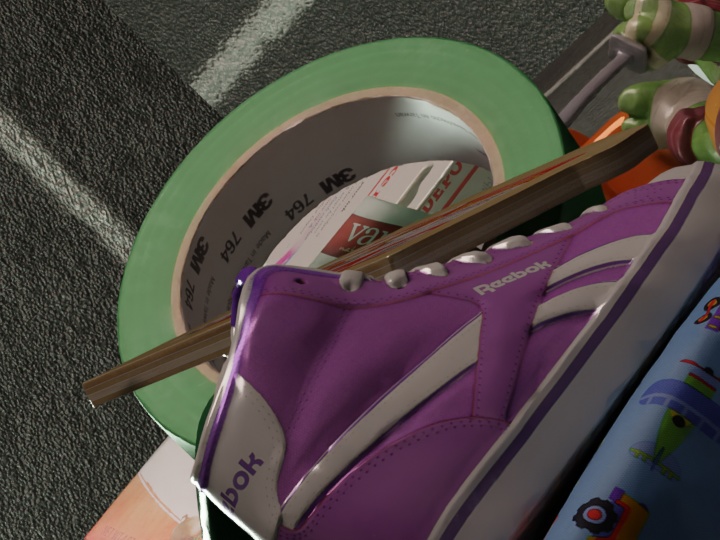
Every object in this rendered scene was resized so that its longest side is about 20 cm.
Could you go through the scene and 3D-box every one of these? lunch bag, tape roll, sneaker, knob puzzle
[{"bbox_3d":[0.078,0.108,0.788,0.151,0.094,0.200,-52,-3,-38],"label":"lunch bag"},{"bbox_3d":[0.000,0.000,1.107,0.200,0.048,0.200,-17,48,20],"label":"tape roll"},{"bbox_3d":[0.029,0.011,0.783,0.200,0.114,0.073,-44,-21,-42],"label":"sneaker"},{"bbox_3d":[0.026,-0.002,0.975,0.220,0.030,0.220,-25,2,1],"label":"knob puzzle"}]

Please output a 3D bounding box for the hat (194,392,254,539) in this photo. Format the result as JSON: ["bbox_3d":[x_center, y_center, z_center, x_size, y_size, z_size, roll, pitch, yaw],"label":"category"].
[{"bbox_3d":[0.058,0.088,0.923,0.176,0.166,0.200,-18,-2,-18],"label":"hat"}]

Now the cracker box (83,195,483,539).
[{"bbox_3d":[-0.001,0.069,1.139,0.134,0.058,0.200,17,61,47],"label":"cracker box"}]

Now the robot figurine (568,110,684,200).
[{"bbox_3d":[0.091,0.008,1.388,0.200,0.117,0.144,-45,23,16],"label":"robot figurine"}]

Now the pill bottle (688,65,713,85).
[{"bbox_3d":[0.238,-0.154,1.524,0.116,0.116,0.200,-47,3,-7],"label":"pill bottle"}]

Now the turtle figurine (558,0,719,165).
[{"bbox_3d":[0.134,-0.060,1.231,0.200,0.144,0.194,-40,24,9],"label":"turtle figurine"}]

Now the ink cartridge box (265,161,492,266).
[{"bbox_3d":[0.022,-0.024,1.326,0.117,0.067,0.200,-52,17,-3],"label":"ink cartridge box"}]
